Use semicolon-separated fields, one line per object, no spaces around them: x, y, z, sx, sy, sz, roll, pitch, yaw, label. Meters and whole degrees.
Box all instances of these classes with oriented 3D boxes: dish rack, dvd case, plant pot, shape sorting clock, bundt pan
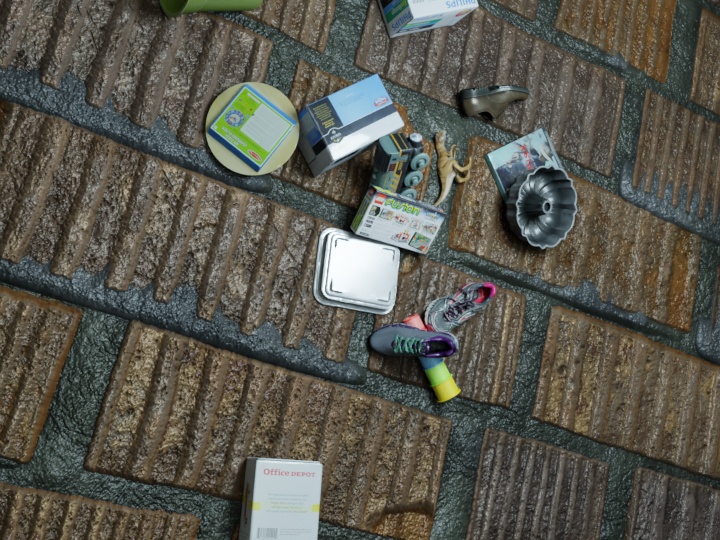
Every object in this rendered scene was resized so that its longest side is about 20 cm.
0.000;0.000;1.816;0.198;0.043;0.174;12;77;-24;dish rack
0.416;-0.261;2.056;0.199;0.022;0.147;-26;94;-26;dvd case
-0.301;-0.618;1.707;0.188;0.199;0.203;-2;83;-38;plant pot
-0.229;-0.300;1.737;0.197;0.039;0.203;1;80;-7;shape sorting clock
0.433;-0.157;2.002;0.200;0.076;0.205;-4;99;-30;bundt pan

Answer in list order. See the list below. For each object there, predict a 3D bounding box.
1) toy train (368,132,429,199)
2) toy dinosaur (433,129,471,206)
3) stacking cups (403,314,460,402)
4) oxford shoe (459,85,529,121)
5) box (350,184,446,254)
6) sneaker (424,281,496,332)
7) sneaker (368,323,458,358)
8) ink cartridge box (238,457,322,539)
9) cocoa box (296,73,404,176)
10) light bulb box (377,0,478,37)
0.076;-0.219;1.811;0.113;0.201;0.086;-8;52;-23;toy train
0.209;-0.231;1.948;0.105;0.060;0.203;-1;76;0;toy dinosaur
0.157;0.196;1.847;0.060;0.060;0.202;-28;94;-25;stacking cups
0.333;-0.414;2.023;0.198;0.073;0.086;-12;103;-23;oxford shoe
0.087;-0.111;1.828;0.198;0.035;0.111;15;111;-32;box
0.227;0.080;1.885;0.199;0.075;0.081;-35;97;-28;sneaker
0.115;0.156;1.784;0.197;0.088;0.075;1;91;4;sneaker
-0.161;0.482;1.648;0.144;0.083;0.203;9;79;-23;ink cartridge box
-0.033;-0.318;1.796;0.199;0.133;0.132;-30;92;-25;cocoa box
0.144;-0.682;1.937;0.196;0.125;0.202;-18;91;-26;light bulb box
